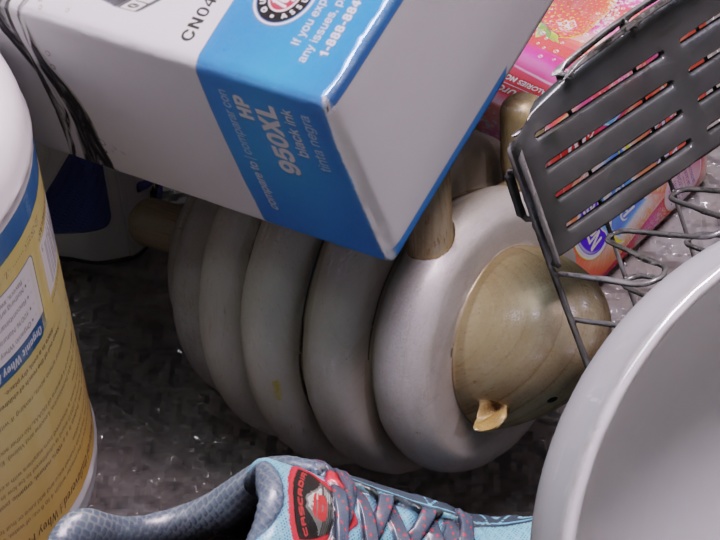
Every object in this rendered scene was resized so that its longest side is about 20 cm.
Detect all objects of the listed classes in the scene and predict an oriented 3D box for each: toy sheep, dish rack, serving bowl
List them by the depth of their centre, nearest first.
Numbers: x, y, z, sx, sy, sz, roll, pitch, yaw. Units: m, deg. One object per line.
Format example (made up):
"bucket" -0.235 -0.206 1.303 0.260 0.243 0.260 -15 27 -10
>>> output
"serving bowl" 0.130 0.076 0.848 0.199 0.201 0.066 -27 18 -21
"dish rack" 0.131 0.004 0.909 0.153 0.201 0.054 -34 26 -26
"toy sheep" 0.000 0.000 0.970 0.199 0.139 0.138 20 48 39

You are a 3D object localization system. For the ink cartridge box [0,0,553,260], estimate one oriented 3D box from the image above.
"ink cartridge box" -0.048 -0.107 0.912 0.199 0.084 0.145 18 63 29

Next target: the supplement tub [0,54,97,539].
"supplement tub" -0.161 0.029 0.907 0.144 0.201 0.145 -4 43 4

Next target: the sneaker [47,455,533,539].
"sneaker" -0.009 0.101 0.888 0.199 0.096 0.080 -9 44 -2

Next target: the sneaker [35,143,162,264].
"sneaker" -0.097 -0.068 1.050 0.199 0.115 0.081 -34 56 17

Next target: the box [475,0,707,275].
"box" 0.021 -0.079 1.074 0.199 0.095 0.103 27 53 31
